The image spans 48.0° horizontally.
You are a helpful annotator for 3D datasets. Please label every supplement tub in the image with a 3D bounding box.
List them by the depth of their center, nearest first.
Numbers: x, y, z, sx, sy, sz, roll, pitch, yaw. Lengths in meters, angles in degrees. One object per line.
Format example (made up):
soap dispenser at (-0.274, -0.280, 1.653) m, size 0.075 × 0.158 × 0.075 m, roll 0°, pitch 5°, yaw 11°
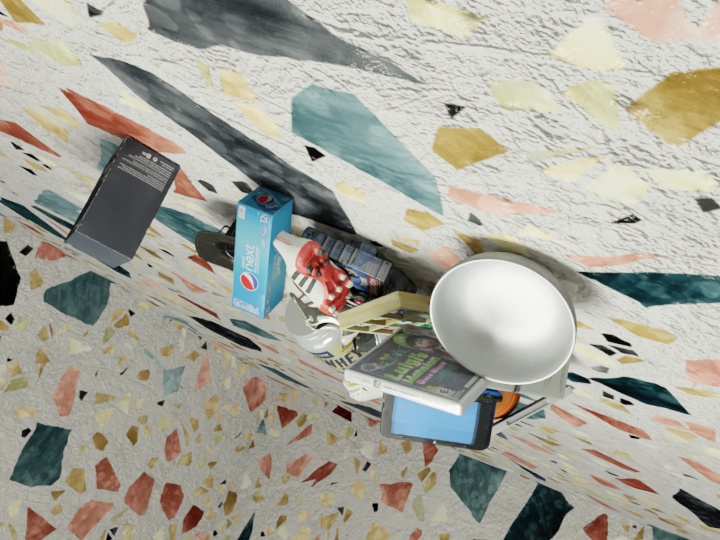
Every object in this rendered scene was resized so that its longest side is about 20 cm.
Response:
supplement tub at (-0.050, 0.119, 1.668) m, size 0.145 × 0.146 × 0.200 m, roll 12°, pitch 161°, yaw 41°

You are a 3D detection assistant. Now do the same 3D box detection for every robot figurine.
robot figurine at (0.254, 0.233, 1.594) m, size 0.143 × 0.117 × 0.200 m, roll 7°, pitch 171°, yaw 19°

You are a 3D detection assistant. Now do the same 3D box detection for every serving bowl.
serving bowl at (0.197, 0.056, 1.093) m, size 0.199 × 0.066 × 0.201 m, roll 14°, pitch 126°, yaw 20°

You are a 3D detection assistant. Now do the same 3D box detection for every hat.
hat at (-0.208, -0.050, 1.484) m, size 0.200 × 0.081 × 0.201 m, roll 17°, pitch 159°, yaw 7°

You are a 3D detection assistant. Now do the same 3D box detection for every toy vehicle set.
toy vehicle set at (0.075, 0.074, 1.314) m, size 0.124 × 0.027 × 0.200 m, roll -23°, pitch 158°, yaw 36°

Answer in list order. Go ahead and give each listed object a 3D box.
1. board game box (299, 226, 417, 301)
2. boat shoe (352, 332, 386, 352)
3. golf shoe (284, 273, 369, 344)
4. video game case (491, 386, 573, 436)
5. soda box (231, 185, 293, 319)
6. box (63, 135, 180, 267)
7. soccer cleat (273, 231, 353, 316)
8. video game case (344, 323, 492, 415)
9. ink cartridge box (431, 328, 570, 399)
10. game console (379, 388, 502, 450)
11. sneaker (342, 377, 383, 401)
board game box at (0.000, 0.000, 1.343) m, size 0.199 × 0.062 × 0.200 m, roll 23°, pitch 165°, yaw 4°
boat shoe at (-0.018, 0.066, 1.428) m, size 0.069 × 0.056 × 0.200 m, roll 95°, pitch 153°, yaw -42°
golf shoe at (-0.083, 0.048, 1.355) m, size 0.199 × 0.088 × 0.077 m, roll 23°, pitch 167°, yaw 12°
video game case at (0.316, 0.289, 1.612) m, size 0.018 × 0.199 × 0.143 m, roll 63°, pitch 171°, yaw 12°
soda box at (-0.157, -0.027, 1.284) m, size 0.064 × 0.068 × 0.201 m, roll 22°, pitch 126°, yaw 16°
box at (-0.418, -0.112, 1.406) m, size 0.104 × 0.183 × 0.200 m, roll 30°, pitch 165°, yaw -20°
soccer cleat at (-0.072, 0.004, 1.244) m, size 0.085 × 0.069 × 0.200 m, roll 30°, pitch 166°, yaw 28°
video game case at (0.103, 0.138, 1.183) m, size 0.181 × 0.023 × 0.200 m, roll 13°, pitch -158°, yaw 27°
ink cartridge box at (0.228, 0.156, 1.357) m, size 0.199 × 0.084 × 0.146 m, roll 14°, pitch 174°, yaw -33°
game console at (0.132, 0.247, 1.376) m, size 0.199 × 0.119 × 0.171 m, roll 6°, pitch 176°, yaw 5°
sneaker at (0.019, 0.205, 1.513) m, size 0.115 × 0.074 × 0.200 m, roll -11°, pitch 154°, yaw 10°
